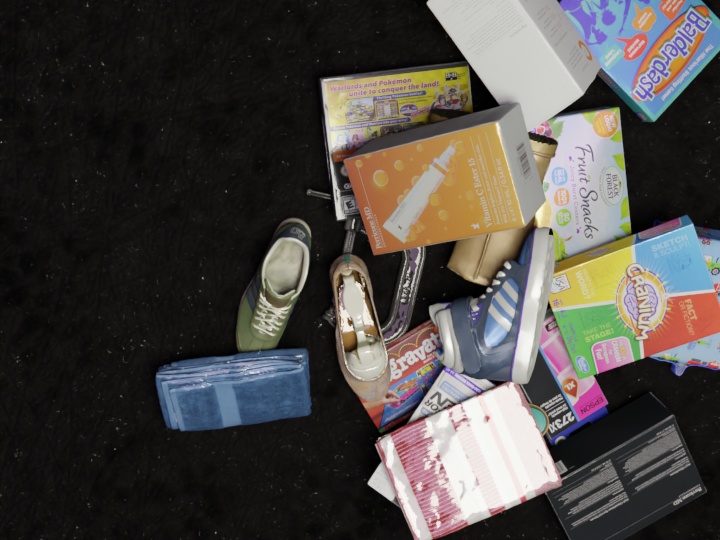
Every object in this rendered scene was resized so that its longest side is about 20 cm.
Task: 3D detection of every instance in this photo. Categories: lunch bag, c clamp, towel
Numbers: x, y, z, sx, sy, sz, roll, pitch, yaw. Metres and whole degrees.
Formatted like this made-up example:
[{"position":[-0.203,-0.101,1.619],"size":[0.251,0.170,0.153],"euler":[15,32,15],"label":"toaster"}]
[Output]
[{"position":[0.456,0.049,1.332],"size":[0.149,0.094,0.202],"euler":[9,105,-7],"label":"lunch bag"},{"position":[0.000,0.000,1.315],"size":[0.169,0.027,0.202],"euler":[5,98,-11],"label":"c clamp"},{"position":[-0.162,0.161,1.298],"size":[0.198,0.049,0.112],"euler":[-7,128,-4],"label":"towel"},{"position":[0.134,0.240,1.242],"size":[0.199,0.023,0.145],"euler":[-23,82,2],"label":"towel"}]

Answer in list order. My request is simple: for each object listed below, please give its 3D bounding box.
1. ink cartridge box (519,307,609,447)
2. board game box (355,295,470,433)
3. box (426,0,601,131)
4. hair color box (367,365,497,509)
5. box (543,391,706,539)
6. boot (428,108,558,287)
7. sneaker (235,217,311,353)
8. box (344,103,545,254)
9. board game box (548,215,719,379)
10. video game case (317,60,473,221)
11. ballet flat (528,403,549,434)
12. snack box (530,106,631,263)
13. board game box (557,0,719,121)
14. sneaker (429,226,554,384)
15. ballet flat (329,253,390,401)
[{"position":[0.270,0.157,1.349],"size":[0.094,0.037,0.201],"euler":[-31,108,-2],"label":"ink cartridge box"},{"position":[0.087,0.128,1.338],"size":[0.199,0.019,0.103],"euler":[-31,108,1],"label":"board game box"},{"position":[0.191,-0.288,1.212],"size":[0.097,0.124,0.201],"euler":[-32,99,34],"label":"box"},{"position":[0.110,0.225,1.289],"size":[0.109,0.065,0.201],"euler":[34,89,10],"label":"hair color box"},{"position":[0.349,0.282,1.353],"size":[0.199,0.079,0.142],"euler":[-29,110,0],"label":"box"},{"position":[0.147,-0.089,1.260],"size":[0.174,0.066,0.202],"euler":[19,111,8],"label":"boot"},{"position":[-0.114,0.032,1.275],"size":[0.067,0.090,0.202],"euler":[20,98,-9],"label":"sneaker"},{"position":[0.101,-0.107,1.175],"size":[0.198,0.097,0.125],"euler":[-11,106,29],"label":"box"},{"position":[0.348,0.036,1.268],"size":[0.198,0.040,0.154],"euler":[-21,106,13],"label":"board game box"},{"position":[0.052,-0.167,1.276],"size":[0.198,0.025,0.183],"euler":[-9,101,-11],"label":"video game case"},{"position":[0.159,0.231,1.346],"size":[0.198,0.063,0.069],"euler":[-19,72,5],"label":"ballet flat"},{"position":[0.277,-0.105,1.304],"size":[0.141,0.053,0.202],"euler":[-10,101,-3],"label":"snack box"},{"position":[0.357,-0.316,1.279],"size":[0.200,0.045,0.152],"euler":[41,94,-10],"label":"board game box"},{"position":[0.156,0.035,1.235],"size":[0.145,0.080,0.202],"euler":[11,94,20],"label":"sneaker"},{"position":[-0.003,0.080,1.274],"size":[0.067,0.067,0.202],"euler":[-15,98,-3],"label":"ballet flat"}]
